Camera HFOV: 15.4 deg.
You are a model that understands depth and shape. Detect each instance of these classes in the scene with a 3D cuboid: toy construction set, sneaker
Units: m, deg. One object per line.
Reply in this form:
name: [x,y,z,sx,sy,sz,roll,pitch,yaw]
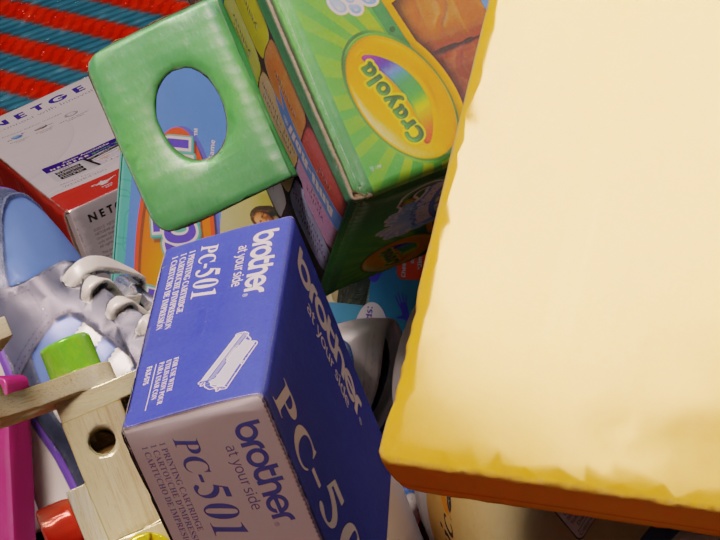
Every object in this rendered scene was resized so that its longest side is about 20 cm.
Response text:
toy construction set: [-0.090,0.098,0.845,0.131,0.201,0.092,-23,7,-4]
sneaker: [-0.053,0.032,0.937,0.146,0.201,0.081,-31,-18,19]

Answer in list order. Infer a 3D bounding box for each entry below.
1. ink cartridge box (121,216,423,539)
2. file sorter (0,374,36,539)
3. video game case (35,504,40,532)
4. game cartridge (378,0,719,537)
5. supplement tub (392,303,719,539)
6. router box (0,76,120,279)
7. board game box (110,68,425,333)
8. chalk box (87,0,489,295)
ink cartridge box: [-0.009,0.094,0.782,0.044,0.201,0.094,-15,30,13]
file sorter: [-0.227,0.112,0.919,0.199,0.140,0.125,-3,1,31]
video game case: [-0.049,0.025,1.109,0.199,0.022,0.182,-17,29,9]
game cartridge: [0.110,-0.027,0.703,0.175,0.032,0.201,7,71,22]
supplement tub: [0.101,0.071,0.794,0.144,0.145,0.200,-26,33,-8]
router box: [-0.062,-0.065,1.211,0.199,0.049,0.179,-26,22,-15]
board game box: [0.000,0.000,0.967,0.199,0.153,0.045,9,7,31]
chalk box: [0.018,-0.078,0.824,0.199,0.125,0.124,-22,-10,-12]
